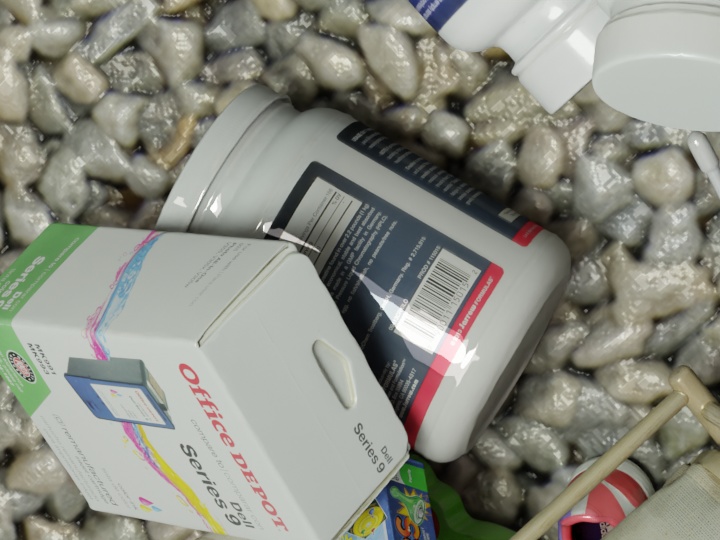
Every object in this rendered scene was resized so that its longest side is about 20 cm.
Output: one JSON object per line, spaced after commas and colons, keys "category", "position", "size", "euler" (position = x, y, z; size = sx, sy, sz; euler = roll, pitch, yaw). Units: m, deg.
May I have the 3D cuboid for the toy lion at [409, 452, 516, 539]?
{"category": "toy lion", "position": [0.028, 0.191, 1.517], "size": [0.200, 0.069, 0.192], "euler": [-5, 99, 28]}

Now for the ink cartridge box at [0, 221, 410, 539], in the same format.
{"category": "ink cartridge box", "position": [-0.091, 0.058, 1.363], "size": [0.200, 0.088, 0.145], "euler": [4, 133, 45]}

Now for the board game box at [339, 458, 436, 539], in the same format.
{"category": "board game box", "position": [-0.031, 0.203, 1.394], "size": [0.034, 0.136, 0.200], "euler": [20, 135, -36]}

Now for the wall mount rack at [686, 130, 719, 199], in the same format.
{"category": "wall mount rack", "position": [0.259, -0.023, 1.305], "size": [0.200, 0.174, 0.075], "euler": [-21, 56, 25]}

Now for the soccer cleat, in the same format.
{"category": "soccer cleat", "position": [0.150, 0.207, 1.469], "size": [0.068, 0.073, 0.200], "euler": [-9, 104, 24]}

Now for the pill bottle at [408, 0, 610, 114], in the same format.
{"category": "pill bottle", "position": [0.064, -0.183, 1.343], "size": [0.200, 0.120, 0.120], "euler": [48, 117, 1]}

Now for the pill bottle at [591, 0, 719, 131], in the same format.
{"category": "pill bottle", "position": [0.170, -0.176, 1.259], "size": [0.116, 0.116, 0.200], "euler": [4, 72, 20]}

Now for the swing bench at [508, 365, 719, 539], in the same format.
{"category": "swing bench", "position": [0.175, 0.199, 1.374], "size": [0.199, 0.130, 0.200], "euler": [-41, 119, -6]}

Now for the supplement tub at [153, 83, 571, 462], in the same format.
{"category": "supplement tub", "position": [0.000, 0.000, 1.418], "size": [0.200, 0.140, 0.141], "euler": [30, 116, 9]}

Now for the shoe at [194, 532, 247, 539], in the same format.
{"category": "shoe", "position": [-0.031, 0.224, 1.490], "size": [0.200, 0.053, 0.070], "euler": [46, 114, 19]}
